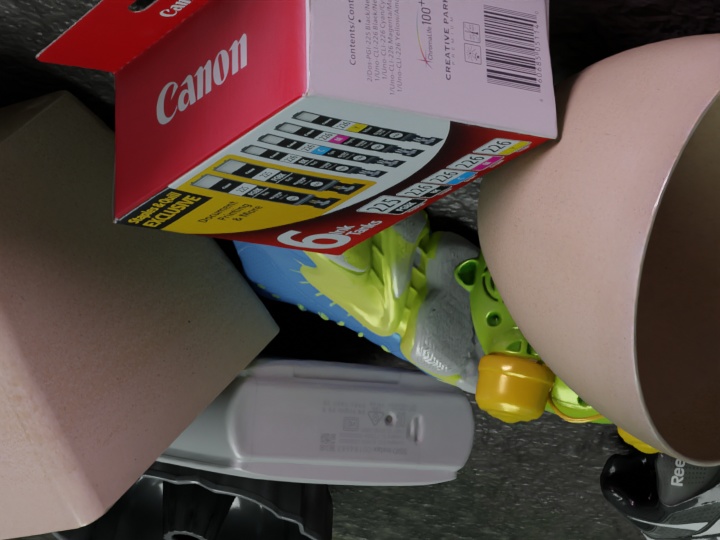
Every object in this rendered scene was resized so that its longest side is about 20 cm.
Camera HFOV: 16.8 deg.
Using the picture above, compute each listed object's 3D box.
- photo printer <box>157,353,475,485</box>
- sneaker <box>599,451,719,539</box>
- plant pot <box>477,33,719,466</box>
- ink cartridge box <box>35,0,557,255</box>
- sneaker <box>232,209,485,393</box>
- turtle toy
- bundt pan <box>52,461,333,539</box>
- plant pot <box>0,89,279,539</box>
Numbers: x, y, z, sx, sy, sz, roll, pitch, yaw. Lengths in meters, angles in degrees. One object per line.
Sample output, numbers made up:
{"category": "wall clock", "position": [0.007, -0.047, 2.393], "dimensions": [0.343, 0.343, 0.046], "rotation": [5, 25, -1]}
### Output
{"category": "photo printer", "position": [-0.054, 0.085, 1.442], "dimensions": [0.166, 0.070, 0.200], "rotation": [5, 178, -32]}
{"category": "sneaker", "position": [0.226, 0.127, 1.492], "dimensions": [0.090, 0.067, 0.200], "rotation": [30, 149, -34]}
{"category": "plant pot", "position": [0.135, -0.024, 1.156], "dimensions": [0.134, 0.201, 0.200], "rotation": [20, 161, 38]}
{"category": "ink cartridge box", "position": [-0.037, -0.081, 1.139], "dimensions": [0.175, 0.084, 0.200], "rotation": [8, 161, -29]}
{"category": "sneaker", "position": [0.000, 0.000, 1.358], "dimensions": [0.105, 0.076, 0.200], "rotation": [0, 144, 45]}
{"category": "turtle toy", "position": [0.145, 0.023, 1.282], "dimensions": [0.199, 0.146, 0.101], "rotation": [13, 173, -2]}
{"category": "bundt pan", "position": [-0.110, 0.149, 1.644], "dimensions": [0.201, 0.076, 0.202], "rotation": [9, 152, 5]}
{"category": "plant pot", "position": [-0.200, 0.020, 1.311], "dimensions": [0.199, 0.200, 0.178], "rotation": [-12, 113, 37]}
